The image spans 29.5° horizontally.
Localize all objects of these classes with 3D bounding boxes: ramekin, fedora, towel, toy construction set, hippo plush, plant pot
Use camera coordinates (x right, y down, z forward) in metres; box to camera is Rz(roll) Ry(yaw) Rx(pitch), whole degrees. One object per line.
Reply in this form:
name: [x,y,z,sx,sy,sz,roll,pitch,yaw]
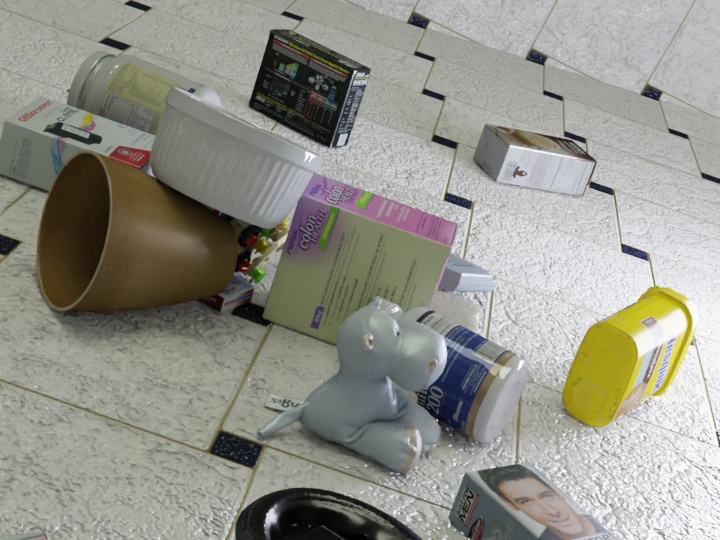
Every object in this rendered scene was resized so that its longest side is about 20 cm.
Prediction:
ramekin: [-0.155,-0.129,1.621,0.200,0.105,0.200,25,4,-2]
fedora: [-0.022,0.275,1.173,0.200,0.092,0.201,16,22,-7]
towel: [0.066,0.049,1.857,0.199,0.035,0.133,21,23,2]
toy construction set: [-0.129,-0.065,1.782,0.092,0.200,0.131,37,56,27]
hippo plush: [0.011,0.107,1.503,0.199,0.161,0.159,17,22,-4]
plant pot: [-0.252,-0.032,1.618,0.199,0.187,0.186,10,22,-37]

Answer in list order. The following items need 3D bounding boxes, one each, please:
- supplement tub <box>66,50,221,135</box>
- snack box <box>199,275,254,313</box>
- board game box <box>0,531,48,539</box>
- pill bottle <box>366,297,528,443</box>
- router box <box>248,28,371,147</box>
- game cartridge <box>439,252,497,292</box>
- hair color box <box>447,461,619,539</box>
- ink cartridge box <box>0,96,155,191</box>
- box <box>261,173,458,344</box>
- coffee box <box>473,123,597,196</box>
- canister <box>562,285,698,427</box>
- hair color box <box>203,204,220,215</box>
supplement tub: [-0.327,-0.240,2.071,0.199,0.145,0.145,24,22,12]
snack box: [-0.235,-0.006,1.755,0.200,0.024,0.072,28,22,21]
board game box: [-0.311,0.267,1.032,0.199,0.040,0.153,2,27,-35]
pill bottle: [0.089,0.112,1.621,0.200,0.111,0.111,27,23,21]
router box: [-0.093,-0.329,2.462,0.200,0.150,0.062,29,24,24]
game cartridge: [0.086,-0.019,1.985,0.200,0.042,0.133,28,17,32]
hair color box: [0.193,0.278,1.382,0.099,0.061,0.200,-2,29,-41]
ink cartridge box: [-0.391,-0.161,1.918,0.199,0.083,0.146,20,22,1]
box: [0.000,0.000,1.727,0.199,0.177,0.097,19,22,2]
coffee box: [0.333,-0.211,2.617,0.199,0.080,0.114,7,25,-26]
canister: [0.352,0.113,1.786,0.086,0.149,0.200,30,27,26]
hair color box: [-0.212,-0.087,1.822,0.061,0.102,0.200,20,12,-5]
